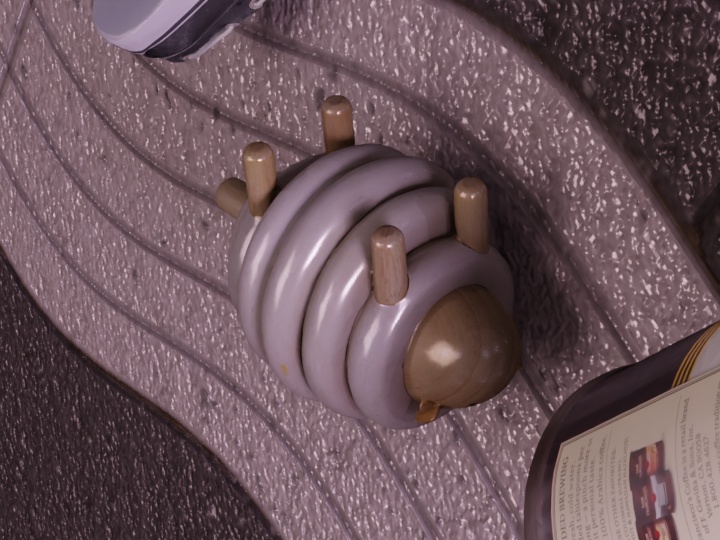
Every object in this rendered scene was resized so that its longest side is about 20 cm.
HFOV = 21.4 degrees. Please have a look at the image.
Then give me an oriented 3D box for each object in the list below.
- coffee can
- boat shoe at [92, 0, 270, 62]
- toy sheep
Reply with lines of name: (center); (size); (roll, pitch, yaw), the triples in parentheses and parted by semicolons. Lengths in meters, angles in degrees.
coffee can: (0.169, 0.074, 0.644); (0.200, 0.145, 0.148); (-35, 71, 54)
boat shoe: (-0.049, -0.170, 0.965); (0.199, 0.068, 0.074); (-40, 53, 27)
toy sheep: (0.000, 0.000, 0.891); (0.200, 0.137, 0.139); (38, 130, 39)
